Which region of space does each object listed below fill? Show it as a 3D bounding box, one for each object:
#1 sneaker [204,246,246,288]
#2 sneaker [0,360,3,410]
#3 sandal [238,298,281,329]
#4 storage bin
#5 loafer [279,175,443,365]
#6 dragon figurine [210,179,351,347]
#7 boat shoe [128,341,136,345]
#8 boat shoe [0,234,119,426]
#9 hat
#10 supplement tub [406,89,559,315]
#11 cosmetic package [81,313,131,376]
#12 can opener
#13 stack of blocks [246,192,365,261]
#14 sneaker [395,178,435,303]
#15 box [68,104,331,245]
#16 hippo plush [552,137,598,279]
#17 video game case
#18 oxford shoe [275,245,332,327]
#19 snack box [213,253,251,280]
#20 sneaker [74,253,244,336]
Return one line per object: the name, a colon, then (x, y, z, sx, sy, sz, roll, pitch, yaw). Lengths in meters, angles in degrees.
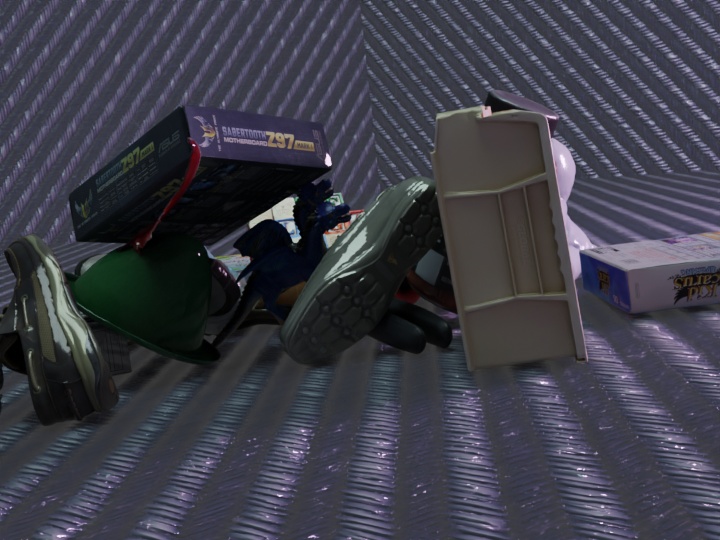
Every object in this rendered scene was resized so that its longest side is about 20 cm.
sneaker: (-0.187, -0.001, 1.326, 0.074, 0.083, 0.199, -35, 20, -23)
sneaker: (-0.306, 0.085, 0.930, 0.200, 0.078, 0.146, -4, 9, 34)
sandal: (-0.080, 0.027, 1.310, 0.197, 0.056, 0.082, -6, 5, 17)
storage bin: (0.121, -0.035, 1.011, 0.092, 0.202, 0.200, -9, 6, 9)
loafer: (0.001, -0.001, 1.076, 0.200, 0.070, 0.070, -46, 26, -13)
dragon figurine: (-0.082, -0.007, 1.138, 0.198, 0.100, 0.059, -29, 40, 17)
boat shoe: (-0.246, 0.041, 1.327, 0.072, 0.064, 0.199, -8, 7, -24)
boat shoe: (-0.256, 0.043, 0.973, 0.073, 0.075, 0.200, -24, 43, -15)
hat: (-0.160, -0.029, 1.094, 0.164, 0.178, 0.199, 23, 5, -36)
supplement tub: (0.120, -0.064, 1.166, 0.105, 0.203, 0.107, 17, 17, -5)
cosmetic package: (-0.281, 0.068, 1.182, 0.081, 0.051, 0.199, -8, 6, -22)
can opener: (0.017, 0.037, 1.115, 0.063, 0.080, 0.200, -16, 22, -18)
stack of blocks: (-0.028, -0.026, 1.424, 0.197, 0.116, 0.059, -7, -35, -9)
sneaker: (0.086, -0.029, 1.285, 0.076, 0.201, 0.086, 26, 48, -7)
box: (-0.147, -0.080, 1.111, 0.156, 0.052, 0.199, 0, -20, -43)
hippo plush: (0.192, -0.063, 1.340, 0.197, 0.164, 0.159, -6, 6, 5)
video game case: (0.320, -0.001, 1.184, 0.178, 0.046, 0.200, -8, 6, -1)
oxford shoe: (0.000, 0.000, 1.235, 0.198, 0.072, 0.071, -29, -22, 7)
snack box: (-0.137, 0.010, 1.543, 0.140, 0.054, 0.200, -8, 7, -4)
sneaker: (-0.202, 0.004, 1.224, 0.197, 0.080, 0.074, 8, 48, 27)
